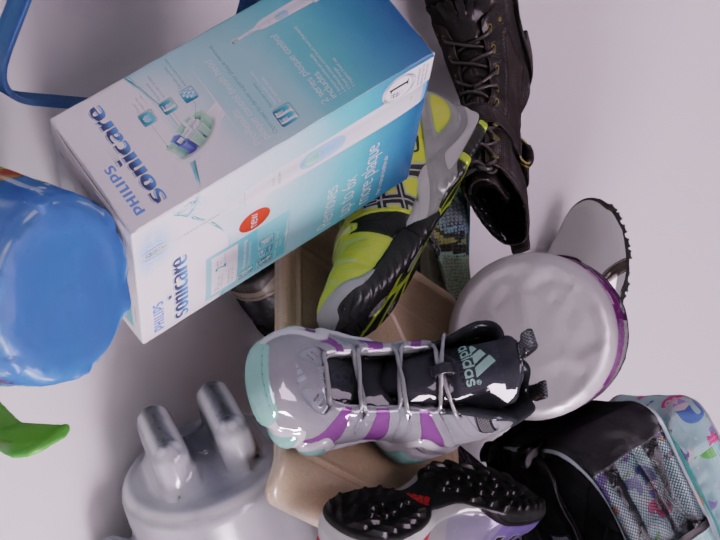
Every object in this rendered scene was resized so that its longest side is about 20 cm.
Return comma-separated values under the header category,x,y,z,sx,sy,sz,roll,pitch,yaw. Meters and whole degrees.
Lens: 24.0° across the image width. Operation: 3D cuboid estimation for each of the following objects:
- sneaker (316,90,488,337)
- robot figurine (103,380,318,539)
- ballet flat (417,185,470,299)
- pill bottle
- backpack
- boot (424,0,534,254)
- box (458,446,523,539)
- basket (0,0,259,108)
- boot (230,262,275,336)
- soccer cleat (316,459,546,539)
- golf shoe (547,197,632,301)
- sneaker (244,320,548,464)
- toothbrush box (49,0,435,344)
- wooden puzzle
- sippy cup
category,x,y,z,sx,sy,sz,roll,pitch,yaw
sneaker,0.011,-0.037,1.073,0.200,0.076,0.076,-60,177,-39
robot figurine,-0.079,0.171,1.064,0.169,0.113,0.201,-19,117,-8
ballet flat,0.051,0.024,1.258,0.074,0.074,0.201,-29,116,-46
pill bottle,0.131,0.045,1.188,0.200,0.111,0.113,6,92,-78
backpack,0.198,0.190,1.232,0.150,0.177,0.201,-25,93,-19
boot,0.087,-0.130,1.209,0.200,0.069,0.175,55,29,-44
box,0.085,0.188,1.270,0.036,0.143,0.200,-34,139,11
basket,-0.113,-0.180,0.943,0.176,0.139,0.201,2,114,-52
boot,0.000,0.000,1.168,0.200,0.073,0.151,-46,129,-32
soccer cleat,0.040,0.165,1.027,0.199,0.068,0.074,-5,117,-52
golf shoe,0.160,0.025,1.377,0.094,0.077,0.201,35,68,-49
sneaker,0.037,0.059,0.980,0.199,0.139,0.078,12,64,-53
toothbrush box,-0.066,-0.068,0.959,0.199,0.085,0.147,-31,161,-19
wooden puzzle,0.002,0.079,1.082,0.185,0.037,0.201,33,50,-43
sippy cup,-0.194,0.003,0.874,0.178,0.130,0.140,47,61,-46
